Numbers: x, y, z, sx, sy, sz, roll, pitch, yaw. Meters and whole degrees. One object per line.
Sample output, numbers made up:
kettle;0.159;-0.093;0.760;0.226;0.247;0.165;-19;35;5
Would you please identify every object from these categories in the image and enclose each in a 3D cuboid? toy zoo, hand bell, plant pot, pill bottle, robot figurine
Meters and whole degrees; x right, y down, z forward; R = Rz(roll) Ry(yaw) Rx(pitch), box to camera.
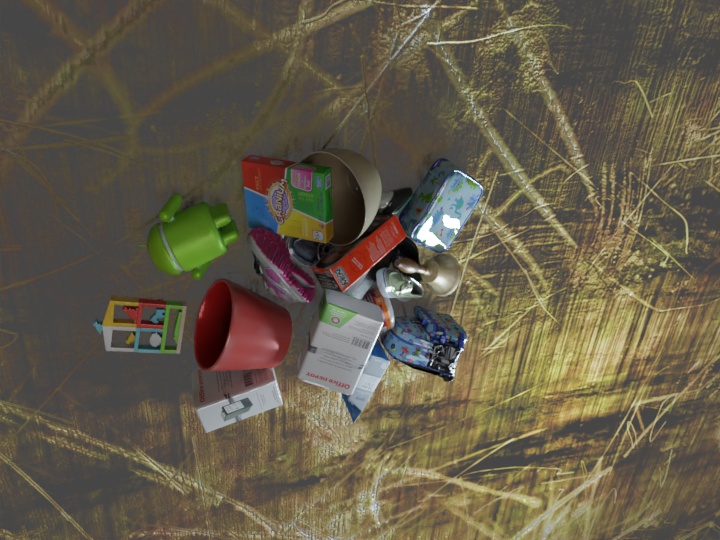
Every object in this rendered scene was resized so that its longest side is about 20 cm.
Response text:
toy zoo;-0.504;0.126;1.328;0.194;0.021;0.135;6;115;-24
hand bell;0.145;-0.004;1.366;0.197;0.104;0.106;13;115;-50
plant pot;-0.028;-0.176;1.258;0.133;0.196;0.206;-34;133;-43
pill bottle;-0.019;0.123;1.455;0.194;0.110;0.112;-19;123;-9
plant pot;-0.264;0.139;1.336;0.174;0.201;0.204;16;112;-38
robot figurine;-0.357;-0.066;1.219;0.195;0.117;0.179;-25;128;-5

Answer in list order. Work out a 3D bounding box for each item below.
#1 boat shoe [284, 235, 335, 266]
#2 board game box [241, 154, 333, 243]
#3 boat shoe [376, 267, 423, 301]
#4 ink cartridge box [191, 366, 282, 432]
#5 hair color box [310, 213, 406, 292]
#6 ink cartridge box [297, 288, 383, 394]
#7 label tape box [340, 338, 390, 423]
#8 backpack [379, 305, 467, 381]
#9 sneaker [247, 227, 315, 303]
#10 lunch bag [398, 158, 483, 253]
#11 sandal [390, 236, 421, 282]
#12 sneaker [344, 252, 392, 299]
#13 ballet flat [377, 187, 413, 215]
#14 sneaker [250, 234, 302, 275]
boat shoe;-0.078;-0.042;1.326;0.197;0.091;0.078;14;75;-45
board game box;-0.153;-0.151;1.225;0.194;0.040;0.158;11;121;21
boat shoe;0.098;0.033;1.432;0.060;0.075;0.199;-12;166;24
ink cartridge box;-0.302;0.282;1.415;0.194;0.146;0.086;-18;125;-9
hair color box;-0.004;-0.041;1.266;0.199;0.101;0.062;-42;112;-22
ink cartridge box;-0.050;0.166;1.348;0.141;0.085;0.205;19;110;-13
label tape box;-0.014;0.267;1.516;0.065;0.144;0.204;20;109;-29
backpack;0.156;0.178;1.520;0.194;0.183;0.139;16;104;-14
sneaker;-0.187;0.001;1.262;0.087;0.082;0.202;-23;113;31
lunch bag;0.194;-0.150;1.391;0.158;0.083;0.203;18;110;-41
sandal;0.111;-0.019;1.420;0.073;0.049;0.202;-2;146;23
sneaker;0.000;0.000;1.424;0.201;0.084;0.074;-48;141;-17
ballet flat;0.037;-0.134;1.363;0.068;0.068;0.200;40;99;-24
sneaker;-0.189;0.000;1.351;0.097;0.071;0.204;-25;118;-3
